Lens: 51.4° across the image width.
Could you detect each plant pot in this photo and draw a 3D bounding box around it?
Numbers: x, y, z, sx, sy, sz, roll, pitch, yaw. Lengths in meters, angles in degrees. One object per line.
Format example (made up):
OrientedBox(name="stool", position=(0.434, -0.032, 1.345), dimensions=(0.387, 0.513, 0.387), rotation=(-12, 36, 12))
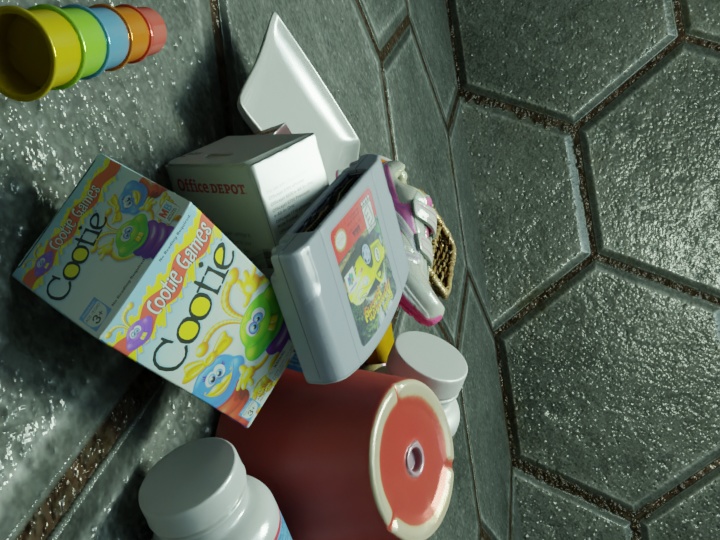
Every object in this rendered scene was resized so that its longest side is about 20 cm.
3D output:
OrientedBox(name="plant pot", position=(-0.016, 0.184, 0.727), dimensions=(0.198, 0.174, 0.207), rotation=(18, 67, -50))

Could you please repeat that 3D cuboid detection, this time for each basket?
OrientedBox(name="basket", position=(0.094, -0.061, 1.302), dimensions=(0.201, 0.145, 0.146), rotation=(-65, 156, -60))

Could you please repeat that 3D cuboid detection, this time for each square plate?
OrientedBox(name="square plate", position=(-0.067, -0.164, 0.854), dimensions=(0.199, 0.028, 0.203), rotation=(53, 29, -34))

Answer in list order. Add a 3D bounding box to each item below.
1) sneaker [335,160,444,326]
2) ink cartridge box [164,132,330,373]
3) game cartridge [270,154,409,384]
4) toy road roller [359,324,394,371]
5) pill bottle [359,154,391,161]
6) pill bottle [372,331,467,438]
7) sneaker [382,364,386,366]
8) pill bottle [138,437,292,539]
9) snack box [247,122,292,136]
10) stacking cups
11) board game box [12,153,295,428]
OrientedBox(name="sneaker", position=(0.047, -0.040, 0.801), dimensions=(0.082, 0.087, 0.204), rotation=(65, -1, -72))
OrientedBox(name="ink cartridge box", position=(-0.087, -0.019, 0.707), dimensions=(0.083, 0.143, 0.205), rotation=(-32, 117, -36))
OrientedBox(name="game cartridge", position=(-0.008, -0.001, 0.650), dimensions=(0.201, 0.040, 0.136), rotation=(-55, 138, -53))
OrientedBox(name="toy road roller", position=(-0.052, 0.038, 0.882), dimensions=(0.145, 0.120, 0.206), rotation=(-17, 96, -58))
OrientedBox(name="pill bottle", position=(0.011, -0.073, 1.139), dimensions=(0.203, 0.110, 0.114), rotation=(-82, 156, -43))
OrientedBox(name="pill bottle", position=(0.049, 0.180, 0.865), dimensions=(0.120, 0.117, 0.204), rotation=(-60, 170, -64))
OrientedBox(name="sneaker", position=(-0.017, 0.180, 0.967), dimensions=(0.094, 0.077, 0.206), rotation=(0, 93, -57))
OrientedBox(name="pill bottle", position=(-0.104, 0.243, 0.611), dimensions=(0.109, 0.106, 0.204), rotation=(-68, 145, -59))
OrientedBox(name="snack box", position=(-0.049, -0.052, 0.764), dimensions=(0.024, 0.071, 0.202), rotation=(-46, 116, -30))
OrientedBox(name="stacking cups", position=(-0.204, -0.180, 0.575), dimensions=(0.201, 0.059, 0.062), rotation=(-62, 139, -63))
OrientedBox(name="board game box", position=(-0.136, 0.024, 0.564), dimensions=(0.106, 0.102, 0.200), rotation=(-57, 149, -12))
